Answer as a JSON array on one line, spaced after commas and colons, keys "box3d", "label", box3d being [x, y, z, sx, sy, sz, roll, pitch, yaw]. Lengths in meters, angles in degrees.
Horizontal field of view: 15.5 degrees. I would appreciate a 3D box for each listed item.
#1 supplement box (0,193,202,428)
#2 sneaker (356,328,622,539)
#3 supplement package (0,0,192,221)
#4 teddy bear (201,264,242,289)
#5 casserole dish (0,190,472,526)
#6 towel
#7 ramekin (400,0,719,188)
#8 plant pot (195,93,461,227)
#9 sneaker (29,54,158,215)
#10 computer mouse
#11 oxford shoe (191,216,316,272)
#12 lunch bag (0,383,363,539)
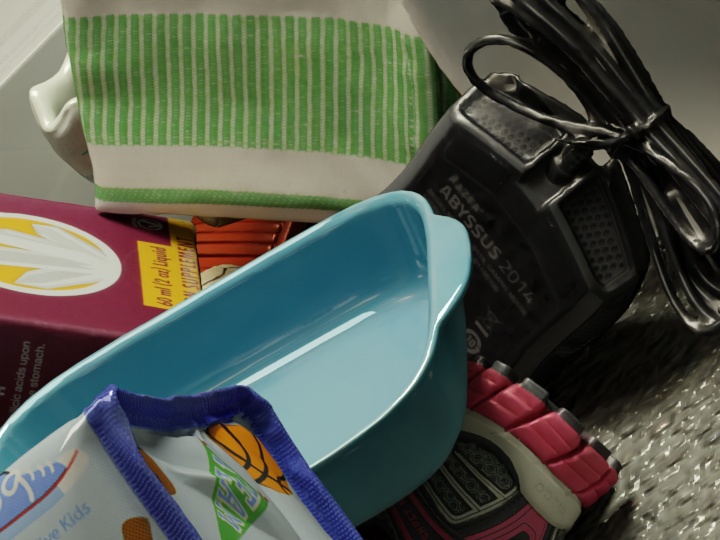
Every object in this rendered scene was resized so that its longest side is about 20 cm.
[{"box3d": [-0.159, 0.027, 0.934, 0.110, 0.199, 0.086, -106, 27, -64], "label": "supplement box"}, {"box3d": [-0.004, 0.070, 0.853, 0.075, 0.081, 0.200, -54, 21, -20], "label": "sneaker"}, {"box3d": [-0.098, -0.096, 1.283, 0.191, 0.147, 0.200, -44, 19, 2], "label": "supplement package"}, {"box3d": [0.000, 0.000, 1.009, 0.200, 0.067, 0.145, -24, 26, 45], "label": "teddy bear"}, {"box3d": [-0.041, 0.053, 0.793, 0.199, 0.039, 0.121, -29, 30, 19], "label": "casserole dish"}, {"box3d": [-0.041, -0.109, 0.909, 0.152, 0.201, 0.023, 3, 28, 21], "label": "towel"}, {"box3d": [0.110, -0.113, 0.824, 0.098, 0.201, 0.200, -48, 18, -32], "label": "ramekin"}, {"box3d": [-0.007, -0.113, 1.028, 0.200, 0.187, 0.186, -40, 18, -13], "label": "plant pot"}, {"box3d": [-0.068, -0.123, 1.120, 0.070, 0.080, 0.201, 25, 85, 43], "label": "sneaker"}, {"box3d": [0.056, -0.006, 0.865, 0.053, 0.139, 0.200, -30, -8, -41], "label": "computer mouse"}, {"box3d": [-0.017, -0.034, 1.134, 0.071, 0.072, 0.201, 7, 71, 50], "label": "oxford shoe"}, {"box3d": [-0.043, 0.153, 0.617, 0.170, 0.200, 0.124, -41, -13, 14], "label": "lunch bag"}]
